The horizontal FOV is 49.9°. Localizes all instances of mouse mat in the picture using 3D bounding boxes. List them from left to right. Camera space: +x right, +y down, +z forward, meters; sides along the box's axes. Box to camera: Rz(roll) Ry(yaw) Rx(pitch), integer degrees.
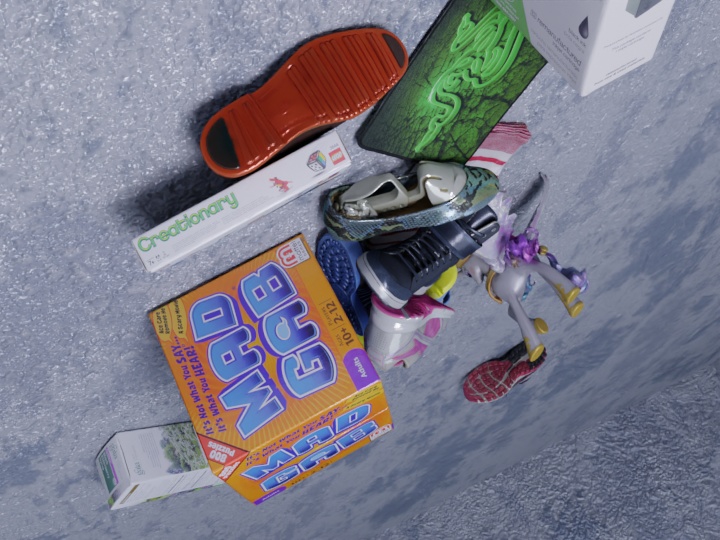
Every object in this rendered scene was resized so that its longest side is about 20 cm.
[{"bbox_3d":[0.102,-0.184,0.780,0.159,0.008,0.201,6,133,-39],"label":"mouse mat"}]

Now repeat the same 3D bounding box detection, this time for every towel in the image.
[{"bbox_3d":[0.105,-0.100,0.939,0.142,0.023,0.201,-7,146,-37],"label":"towel"}]

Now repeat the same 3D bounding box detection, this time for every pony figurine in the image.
[{"bbox_3d":[0.210,-0.012,1.037,0.165,0.200,0.195,-12,137,-42],"label":"pony figurine"}]

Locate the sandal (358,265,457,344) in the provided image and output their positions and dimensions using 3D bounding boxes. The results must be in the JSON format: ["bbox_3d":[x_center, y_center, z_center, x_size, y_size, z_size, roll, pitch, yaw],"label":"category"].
[{"bbox_3d":[0.059,0.057,1.108,0.198,0.080,0.087,-32,158,7],"label":"sandal"}]

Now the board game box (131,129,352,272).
[{"bbox_3d":[-0.104,-0.062,0.711,0.198,0.035,0.126,-29,-175,-4],"label":"board game box"}]

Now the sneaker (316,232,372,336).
[{"bbox_3d":[0.000,0.000,0.968,0.078,0.070,0.201,-46,153,-22],"label":"sneaker"}]

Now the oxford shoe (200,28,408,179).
[{"bbox_3d":[-0.050,-0.146,0.673,0.198,0.072,0.073,-29,-178,-8],"label":"oxford shoe"}]

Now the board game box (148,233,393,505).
[{"bbox_3d":[-0.097,0.123,0.917,0.198,0.201,0.201,-27,155,-7],"label":"board game box"}]

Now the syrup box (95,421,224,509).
[{"bbox_3d":[-0.278,0.281,1.145,0.198,0.079,0.082,0,142,-46],"label":"syrup box"}]

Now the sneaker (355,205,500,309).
[{"bbox_3d":[0.080,-0.032,0.881,0.146,0.077,0.202,-42,172,19],"label":"sneaker"}]

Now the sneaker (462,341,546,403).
[{"bbox_3d":[0.311,0.227,1.655,0.198,0.081,0.075,-27,156,-8],"label":"sneaker"}]

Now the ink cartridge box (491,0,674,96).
[{"bbox_3d":[0.173,-0.260,0.583,0.083,0.146,0.201,-28,154,-11],"label":"ink cartridge box"}]

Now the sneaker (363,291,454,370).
[{"bbox_3d":[0.052,0.072,0.967,0.199,0.081,0.089,-4,119,-63],"label":"sneaker"}]

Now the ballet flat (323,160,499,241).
[{"bbox_3d":[0.053,-0.082,0.835,0.197,0.075,0.074,-18,154,3],"label":"ballet flat"}]
